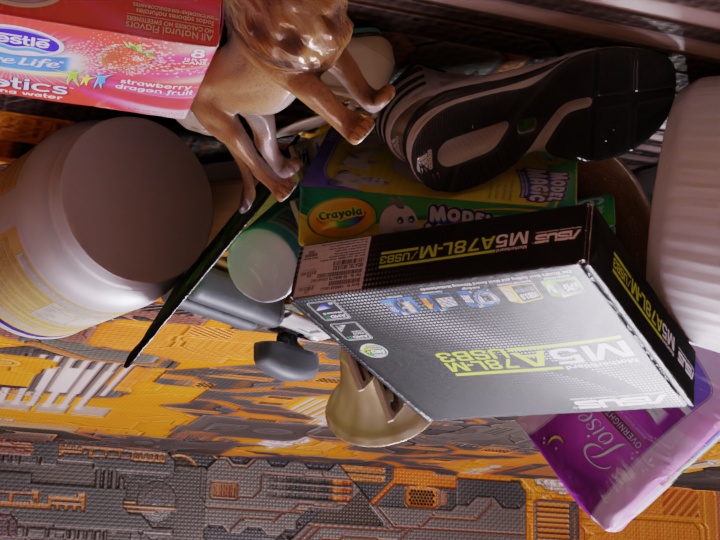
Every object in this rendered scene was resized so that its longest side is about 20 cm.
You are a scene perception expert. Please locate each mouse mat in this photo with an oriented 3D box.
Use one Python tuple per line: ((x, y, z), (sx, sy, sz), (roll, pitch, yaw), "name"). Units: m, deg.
((-0.102, -0.019, 0.914), (0.008, 0.161, 0.200), (39, -165, -7), "mouse mat")

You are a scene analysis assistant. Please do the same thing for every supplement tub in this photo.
((-0.215, -0.031, 0.989), (0.145, 0.147, 0.199), (13, 162, -34), "supplement tub")

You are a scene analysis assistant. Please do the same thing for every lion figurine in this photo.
((-0.056, -0.111, 0.718), (0.122, 0.073, 0.200), (43, 137, -11), "lion figurine")

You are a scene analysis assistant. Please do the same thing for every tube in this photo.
((-0.034, -0.033, 0.924), (0.050, 0.078, 0.200), (-26, -172, 24), "tube")

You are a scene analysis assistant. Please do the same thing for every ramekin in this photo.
((0.249, -0.037, 0.843), (0.093, 0.204, 0.202), (8, 168, 21), "ramekin")

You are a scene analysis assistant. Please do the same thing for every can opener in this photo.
((-0.093, 0.050, 1.106), (0.053, 0.067, 0.199), (-10, 160, 33), "can opener")

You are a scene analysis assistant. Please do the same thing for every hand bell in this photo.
((0.003, 0.038, 1.064), (0.103, 0.104, 0.201), (-2, 126, 14), "hand bell")

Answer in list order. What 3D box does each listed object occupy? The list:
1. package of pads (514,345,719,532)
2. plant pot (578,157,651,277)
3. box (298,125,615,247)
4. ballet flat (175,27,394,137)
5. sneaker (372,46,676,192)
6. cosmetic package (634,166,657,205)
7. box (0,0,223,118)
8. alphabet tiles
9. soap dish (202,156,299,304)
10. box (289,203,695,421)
((0.232, 0.100, 1.022), (0.200, 0.121, 0.076), (-45, 157, 10), "package of pads")
((0.103, -0.011, 1.021), (0.186, 0.189, 0.200), (9, 178, -26), "plant pot")
((0.067, -0.049, 0.829), (0.198, 0.049, 0.118), (7, -153, 6), "box")
((-0.077, -0.115, 0.806), (0.198, 0.070, 0.069), (-1, 164, 11), "ballet flat")
((0.098, -0.117, 0.826), (0.199, 0.076, 0.115), (-15, -148, -21), "sneaker")
((0.321, -0.036, 1.047), (0.199, 0.072, 0.101), (13, 161, -34), "cosmetic package")
((-0.173, -0.150, 0.650), (0.198, 0.096, 0.100), (7, 163, -17), "box")
((0.000, 0.000, 0.914), (0.006, 0.202, 0.166), (-18, -174, 18), "alphabet tiles")
((-0.070, -0.028, 1.105), (0.156, 0.082, 0.200), (-4, 162, 21), "soap dish")
((0.087, 0.036, 0.807), (0.199, 0.048, 0.193), (-7, 145, 30), "box")
